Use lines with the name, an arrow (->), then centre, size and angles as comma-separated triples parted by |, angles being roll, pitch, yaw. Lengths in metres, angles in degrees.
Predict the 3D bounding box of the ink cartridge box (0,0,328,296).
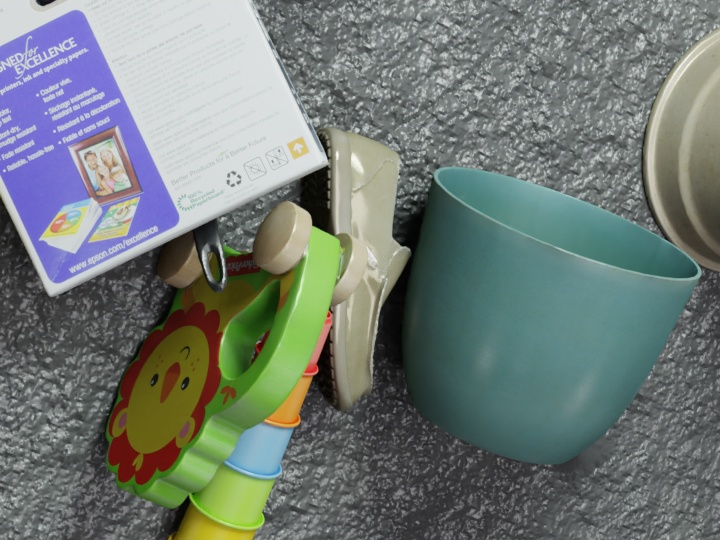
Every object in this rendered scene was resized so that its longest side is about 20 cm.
ink cartridge box -> -0.150, -0.115, 1.349 | 0.197, 0.043, 0.201 | -25, 91, 1

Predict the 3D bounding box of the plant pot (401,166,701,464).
plant pot -> 0.118, 0.039, 1.497 | 0.199, 0.201, 0.162 | 13, 106, -27

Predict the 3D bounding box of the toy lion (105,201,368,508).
toy lion -> -0.096, 0.062, 1.398 | 0.068, 0.199, 0.193 | 28, 70, -29

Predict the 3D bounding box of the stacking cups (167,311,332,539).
stacking cups -> -0.069, 0.115, 1.469 | 0.060, 0.061, 0.201 | 18, 106, -27

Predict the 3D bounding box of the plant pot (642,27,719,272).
plant pot -> 0.343, -0.079, 1.579 | 0.199, 0.183, 0.202 | -6, 103, -25

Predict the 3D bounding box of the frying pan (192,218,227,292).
frying pan -> -0.102, -0.089, 1.398 | 0.115, 0.031, 0.190 | -36, 77, -6

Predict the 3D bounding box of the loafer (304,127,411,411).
loafer -> 0.000, 0.000, 1.492 | 0.068, 0.076, 0.202 | -3, 102, -19
